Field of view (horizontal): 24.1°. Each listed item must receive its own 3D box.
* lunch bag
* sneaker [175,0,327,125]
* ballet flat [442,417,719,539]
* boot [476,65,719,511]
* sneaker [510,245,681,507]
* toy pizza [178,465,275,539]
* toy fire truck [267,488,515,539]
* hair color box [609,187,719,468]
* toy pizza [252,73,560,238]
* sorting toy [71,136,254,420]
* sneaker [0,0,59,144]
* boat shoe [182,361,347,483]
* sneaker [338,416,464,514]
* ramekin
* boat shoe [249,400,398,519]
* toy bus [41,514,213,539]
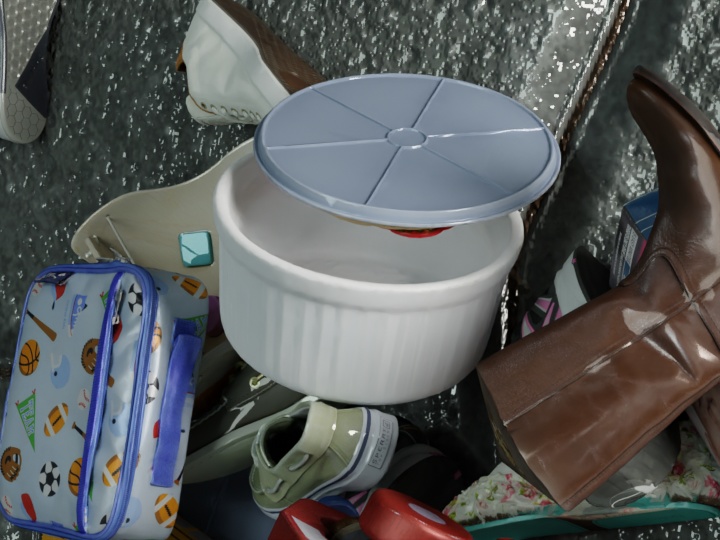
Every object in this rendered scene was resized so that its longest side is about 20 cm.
[{"bbox_3d":[-0.176,0.086,1.162,0.160,0.075,0.201,2,83,47],"label":"lunch bag"},{"bbox_3d":[-0.079,-0.128,1.267,0.085,0.073,0.200,-58,41,17],"label":"sneaker"},{"bbox_3d":[0.138,0.131,1.050,0.199,0.076,0.064,-12,67,30],"label":"ballet flat"},{"bbox_3d":[0.130,0.009,0.917,0.200,0.064,0.187,-37,60,10],"label":"boot"},{"bbox_3d":[0.132,0.078,1.014,0.086,0.080,0.200,-45,19,26],"label":"sneaker"},{"bbox_3d":[-0.117,0.221,1.270,0.199,0.032,0.201,-4,83,39],"label":"toy pizza"},{"bbox_3d":[0.032,0.191,1.004,0.113,0.199,0.168,-64,18,2],"label":"toy fire truck"},{"bbox_3d":[0.217,0.053,0.958,0.060,0.100,0.200,-24,62,-9],"label":"hair color box"},{"bbox_3d":[0.030,-0.073,1.095,0.200,0.200,0.032,33,133,39],"label":"toy pizza"},{"bbox_3d":[-0.096,-0.007,1.254,0.180,0.107,0.200,-47,48,13],"label":"sorting toy"},{"bbox_3d":[-0.340,-0.219,1.500,0.146,0.077,0.203,9,91,39],"label":"sneaker"},{"bbox_3d":[-0.055,0.085,1.189,0.201,0.072,0.060,-30,70,10],"label":"boat shoe"},{"bbox_3d":[0.002,0.187,1.156,0.200,0.080,0.086,-58,33,19],"label":"sneaker"},{"bbox_3d":[0.000,0.000,1.097,0.200,0.200,0.098,36,130,38],"label":"ramekin"},{"bbox_3d":[-0.038,0.117,1.106,0.200,0.062,0.072,-37,31,62],"label":"boat shoe"},{"bbox_3d":[-0.150,0.214,1.218,0.200,0.078,0.065,27,101,38],"label":"toy bus"}]
